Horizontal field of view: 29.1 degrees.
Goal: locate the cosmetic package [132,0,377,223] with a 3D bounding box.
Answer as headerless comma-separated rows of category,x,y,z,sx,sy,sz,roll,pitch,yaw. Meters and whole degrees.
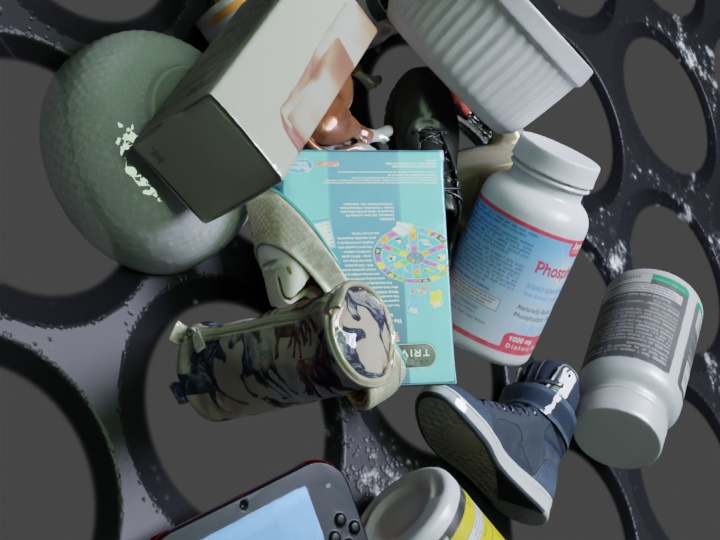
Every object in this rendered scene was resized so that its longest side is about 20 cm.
cosmetic package,-0.077,-0.143,1.073,0.087,0.103,0.201,48,46,-20

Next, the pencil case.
pencil case,-0.060,0.062,1.051,0.089,0.199,0.079,39,53,-31

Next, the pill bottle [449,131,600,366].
pill bottle,0.147,-0.021,1.304,0.107,0.202,0.109,21,16,-6

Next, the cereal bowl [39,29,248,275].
cereal bowl,-0.153,-0.103,1.113,0.199,0.083,0.203,21,59,-41

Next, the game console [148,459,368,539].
game console,-0.067,0.256,1.062,0.198,0.031,0.179,-21,88,-37

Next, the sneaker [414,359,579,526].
sneaker,0.135,0.126,1.315,0.203,0.076,0.147,48,55,-35

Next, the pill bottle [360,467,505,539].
pill bottle,0.090,0.275,1.188,0.200,0.111,0.112,50,44,-19

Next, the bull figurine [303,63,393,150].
bull figurine,-0.032,-0.175,1.277,0.121,0.065,0.202,27,47,-40

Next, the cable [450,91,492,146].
cable,0.130,-0.156,1.462,0.201,0.050,0.097,57,46,-11

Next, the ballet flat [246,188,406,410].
ballet flat,-0.036,0.025,1.108,0.201,0.067,0.062,52,56,-6

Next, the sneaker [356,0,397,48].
sneaker,0.049,-0.282,1.414,0.073,0.070,0.200,55,43,-14

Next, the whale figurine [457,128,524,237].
whale figurine,0.119,-0.080,1.395,0.197,0.104,0.161,13,98,-20

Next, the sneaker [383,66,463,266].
sneaker,0.067,-0.087,1.287,0.075,0.091,0.203,-6,98,-11

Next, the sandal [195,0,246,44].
sandal,-0.118,-0.237,1.219,0.059,0.079,0.209,-16,77,-47

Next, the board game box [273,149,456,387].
board game box,0.000,0.000,1.187,0.149,0.047,0.203,-1,85,-18

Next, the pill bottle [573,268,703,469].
pill bottle,0.294,0.104,1.479,0.113,0.112,0.201,47,45,-22

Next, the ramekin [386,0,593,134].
ramekin,0.115,-0.221,1.302,0.200,0.105,0.200,44,13,-12
